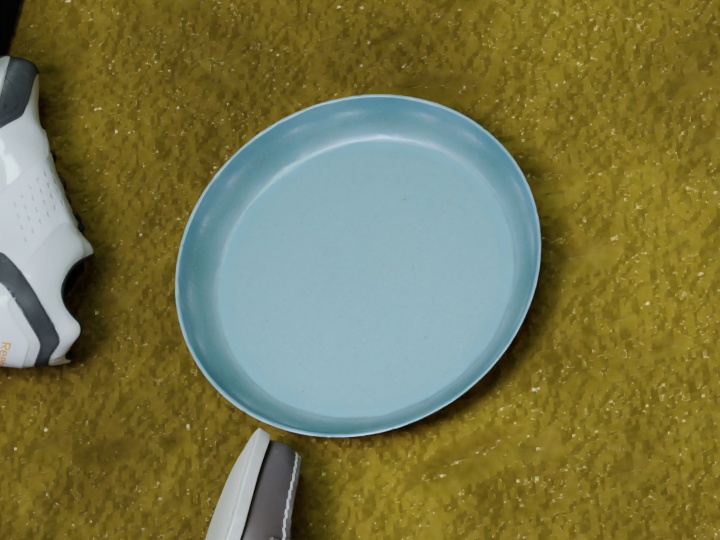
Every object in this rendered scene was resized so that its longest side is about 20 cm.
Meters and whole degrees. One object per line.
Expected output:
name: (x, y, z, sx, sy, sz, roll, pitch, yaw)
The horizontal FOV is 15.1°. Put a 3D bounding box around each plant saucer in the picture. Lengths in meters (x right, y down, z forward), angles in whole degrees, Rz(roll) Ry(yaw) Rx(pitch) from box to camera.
plant saucer: (0.000, 0.000, 1.443, 0.200, 0.027, 0.200, -6, 64, 12)

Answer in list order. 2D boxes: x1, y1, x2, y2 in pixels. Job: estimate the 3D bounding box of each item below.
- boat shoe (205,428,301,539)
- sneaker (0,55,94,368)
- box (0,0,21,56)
boat shoe: (-0.055, 0.175, 1.353, 0.059, 0.072, 0.200, 17, 57, -7)
sneaker: (-0.187, -0.028, 1.495, 0.080, 0.074, 0.200, 7, 59, -12)
box: (-0.316, -0.203, 1.529, 0.198, 0.200, 0.123, 5, 67, 17)
